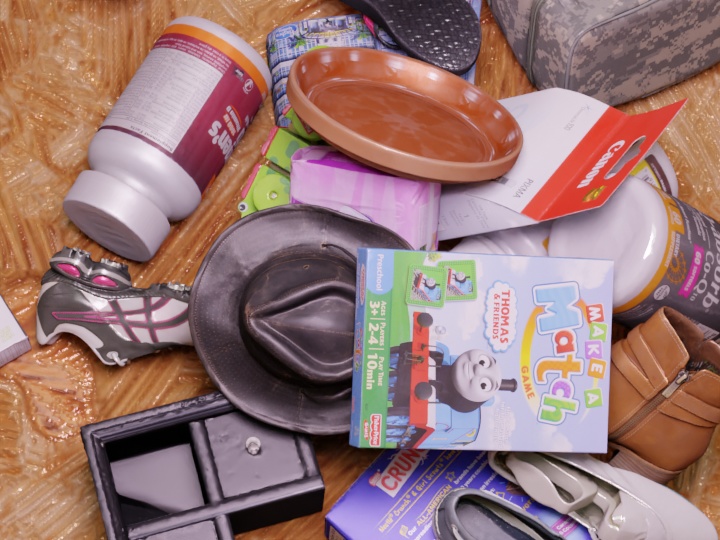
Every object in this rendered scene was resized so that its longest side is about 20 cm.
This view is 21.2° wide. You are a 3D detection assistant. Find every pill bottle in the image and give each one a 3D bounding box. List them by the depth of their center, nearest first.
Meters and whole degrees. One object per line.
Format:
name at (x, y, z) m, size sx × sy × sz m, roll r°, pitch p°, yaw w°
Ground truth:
pill bottle at (0.256, 0.001, 1.599) m, size 0.200 × 0.116 × 0.117 m, roll 22°, pitch 59°, yaw -43°
pill bottle at (0.172, -0.042, 1.665) m, size 0.200 × 0.109 × 0.109 m, roll -38°, pitch 74°, yaw -16°
pill bottle at (-0.169, -0.114, 1.677) m, size 0.109 × 0.110 × 0.200 m, roll 27°, pitch 69°, yaw 8°

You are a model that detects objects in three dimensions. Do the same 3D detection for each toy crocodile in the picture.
toy crocodile at (-0.060, -0.097, 1.656) m, size 0.062 × 0.067 × 0.201 m, roll 29°, pitch 95°, yaw 14°

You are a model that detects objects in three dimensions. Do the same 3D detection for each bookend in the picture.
bookend at (-0.107, 0.206, 1.559) m, size 0.198 × 0.092 × 0.201 m, roll -13°, pitch 70°, yaw -8°

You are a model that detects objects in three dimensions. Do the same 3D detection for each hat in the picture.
hat at (-0.040, 0.044, 1.501) m, size 0.199 × 0.081 × 0.202 m, roll 0°, pitch 97°, yaw 3°

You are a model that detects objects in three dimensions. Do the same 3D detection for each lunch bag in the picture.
lunch bag at (0.220, -0.253, 1.745) m, size 0.199 × 0.140 × 0.168 m, roll -25°, pitch 55°, yaw -13°

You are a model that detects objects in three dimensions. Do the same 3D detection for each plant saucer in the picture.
plant saucer at (0.034, -0.124, 1.568) m, size 0.199 × 0.032 × 0.201 m, roll 15°, pitch 28°, yaw -8°

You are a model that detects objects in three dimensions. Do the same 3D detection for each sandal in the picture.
sandal at (0.034, -0.232, 1.711) m, size 0.075 × 0.045 × 0.200 m, roll -38°, pitch 59°, yaw -22°

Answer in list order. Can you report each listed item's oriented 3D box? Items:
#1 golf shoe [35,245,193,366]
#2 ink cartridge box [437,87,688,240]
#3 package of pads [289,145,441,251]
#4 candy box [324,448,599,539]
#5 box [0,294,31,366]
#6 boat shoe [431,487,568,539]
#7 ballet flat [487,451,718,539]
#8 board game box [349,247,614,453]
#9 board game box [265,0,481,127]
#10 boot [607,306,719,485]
golf shoe at (-0.180, 0.046, 1.643) m, size 0.199 × 0.077 × 0.088 m, roll 17°, pitch 88°, yaw 7°
ink cartridge box at (0.152, -0.098, 1.593) m, size 0.160 × 0.200 × 0.047 m, roll -47°, pitch 113°, yaw -36°
package of pads at (0.000, 0.000, 1.591) m, size 0.120 × 0.076 × 0.201 m, roll 10°, pitch 111°, yaw 21°
candy box at (0.096, 0.215, 1.573) m, size 0.200 × 0.077 × 0.169 m, roll 41°, pitch 71°, yaw 11°
box at (-0.394, 0.020, 1.653) m, size 0.144 × 0.036 × 0.200 m, roll -30°, pitch 74°, yaw -14°
boat shoe at (0.142, 0.238, 1.493) m, size 0.200 × 0.062 × 0.073 m, roll 37°, pitch 70°, yaw 9°
ballet flat at (0.184, 0.183, 1.513) m, size 0.199 × 0.070 × 0.070 m, roll 31°, pitch 70°, yaw 11°
board game box at (0.094, 0.062, 1.475) m, size 0.199 × 0.037 × 0.152 m, roll 2°, pitch 89°, yaw -15°
board game box at (0.024, -0.138, 1.723) m, size 0.199 × 0.062 × 0.201 m, roll -7°, pitch 68°, yaw -6°
boot at (0.197, 0.085, 1.543) m, size 0.200 × 0.155 × 0.077 m, roll 38°, pitch 38°, yaw 5°
